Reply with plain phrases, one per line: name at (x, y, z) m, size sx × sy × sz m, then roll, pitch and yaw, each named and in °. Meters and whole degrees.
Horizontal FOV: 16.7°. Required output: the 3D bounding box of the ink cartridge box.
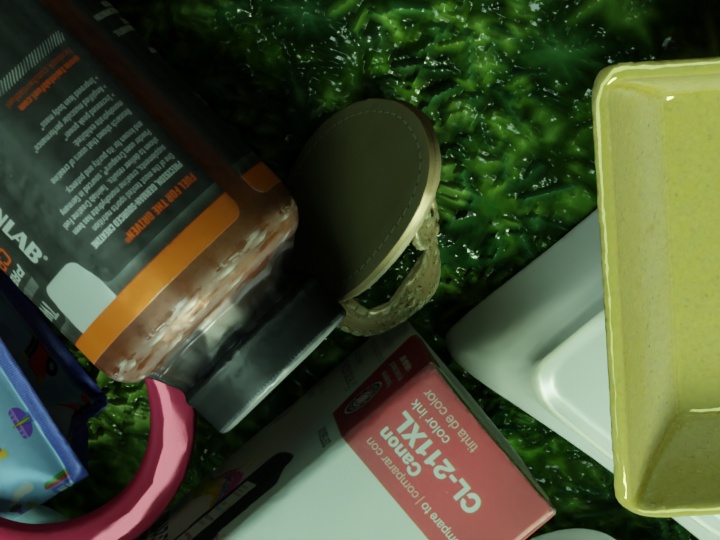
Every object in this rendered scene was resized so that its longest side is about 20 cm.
ink cartridge box at (-0.028, 0.121, 1.025) m, size 0.200 × 0.146 × 0.083 m, roll -40°, pitch 98°, yaw 1°

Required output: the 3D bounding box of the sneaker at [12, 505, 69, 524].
sneaker at (-0.163, 0.147, 1.188) m, size 0.074 × 0.082 × 0.200 m, roll -11°, pitch 174°, yaw -22°

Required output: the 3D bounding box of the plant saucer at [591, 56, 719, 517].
plant saucer at (0.194, -0.004, 0.952) m, size 0.199 × 0.048 × 0.200 m, roll -3°, pitch 118°, yaw 6°

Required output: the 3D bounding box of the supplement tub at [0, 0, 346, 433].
supplement tub at (-0.099, -0.030, 0.973) m, size 0.200 × 0.107 × 0.107 m, roll 46°, pitch 129°, yaw 1°

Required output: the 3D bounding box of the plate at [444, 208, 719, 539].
plate at (0.166, 0.044, 1.045) m, size 0.199 × 0.032 × 0.200 m, roll 36°, pitch 130°, yaw -16°

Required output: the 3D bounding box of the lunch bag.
lunch bag at (-0.234, 0.034, 1.103) m, size 0.150 × 0.094 × 0.200 m, roll -31°, pitch 107°, yaw 10°

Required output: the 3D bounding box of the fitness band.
fitness band at (-0.159, 0.038, 1.050) m, size 0.144 × 0.037 × 0.200 m, roll -37°, pitch 99°, yaw 2°

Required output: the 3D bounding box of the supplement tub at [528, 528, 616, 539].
supplement tub at (0.128, 0.231, 1.141) m, size 0.145 × 0.146 × 0.200 m, roll -23°, pitch 120°, yaw 31°

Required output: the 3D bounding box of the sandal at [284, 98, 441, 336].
sandal at (-0.001, -0.005, 1.043) m, size 0.070 × 0.078 × 0.212 m, roll 6°, pitch 148°, yaw -32°
